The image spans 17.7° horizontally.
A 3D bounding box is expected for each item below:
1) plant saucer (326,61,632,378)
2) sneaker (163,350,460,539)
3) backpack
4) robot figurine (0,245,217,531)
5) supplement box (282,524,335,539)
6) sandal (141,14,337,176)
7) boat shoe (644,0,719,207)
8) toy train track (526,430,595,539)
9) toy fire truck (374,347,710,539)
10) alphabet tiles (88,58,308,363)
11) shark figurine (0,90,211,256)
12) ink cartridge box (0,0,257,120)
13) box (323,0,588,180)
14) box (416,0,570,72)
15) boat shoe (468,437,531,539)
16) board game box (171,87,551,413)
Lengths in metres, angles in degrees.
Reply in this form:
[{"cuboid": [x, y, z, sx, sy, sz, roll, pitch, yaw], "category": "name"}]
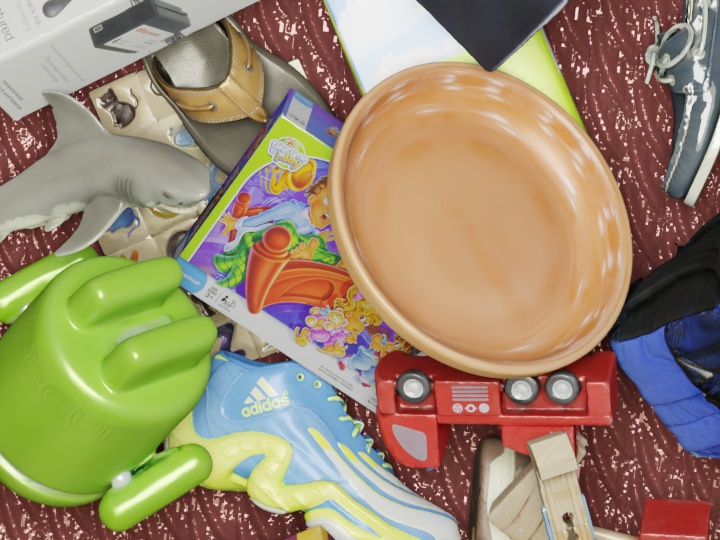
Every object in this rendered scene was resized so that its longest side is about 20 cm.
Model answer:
[{"cuboid": [0.068, -0.027, 1.367, 0.199, 0.037, 0.201, 12, 63, -23], "category": "plant saucer"}, {"cuboid": [-0.021, 0.110, 1.455, 0.199, 0.076, 0.105, 19, 95, 1], "category": "sneaker"}, {"cuboid": [0.251, 0.042, 1.372, 0.162, 0.200, 0.168, -35, 97, -28], "category": "backpack"}, {"cuboid": [-0.167, 0.069, 1.412, 0.176, 0.115, 0.200, 57, 136, 13], "category": "robot figurine"}, {"cuboid": [-0.081, 0.265, 1.416, 0.199, 0.131, 0.103, -23, 135, 13], "category": "supplement box"}, {"cuboid": [-0.091, -0.130, 1.437, 0.082, 0.055, 0.200, -36, 86, 3], "category": "sandal"}, {"cuboid": [0.209, -0.141, 1.423, 0.062, 0.075, 0.201, 14, 94, -1], "category": "boat shoe"}, {"cuboid": [0.137, 0.194, 1.366, 0.114, 0.033, 0.201, -17, 100, -8], "category": "toy train track"}, {"cuboid": [0.110, 0.117, 1.403, 0.199, 0.049, 0.142, -1, 112, 12], "category": "toy fire truck"}, {"cuboid": [-0.089, -0.042, 1.478, 0.166, 0.006, 0.201, -24, 94, 5], "category": "alphabet tiles"}, {"cuboid": [-0.194, -0.060, 1.410, 0.214, 0.128, 0.090, -17, 115, 10], "category": "shark figurine"}, {"cuboid": [-0.160, -0.206, 1.404, 0.199, 0.084, 0.146, -26, 69, 4], "category": "ink cartridge box"}, {"cuboid": [0.054, -0.138, 1.442, 0.122, 0.048, 0.201, -23, 95, 4], "category": "box"}, {"cuboid": [0.085, -0.263, 1.356, 0.200, 0.117, 0.197, 44, 64, -3], "category": "box"}, {"cuboid": [0.104, 0.209, 1.462, 0.074, 0.075, 0.203, 4, 95, -4], "category": "boat shoe"}, {"cuboid": [0.000, 0.000, 1.424, 0.200, 0.045, 0.135, 33, 115, -9], "category": "board game box"}]
